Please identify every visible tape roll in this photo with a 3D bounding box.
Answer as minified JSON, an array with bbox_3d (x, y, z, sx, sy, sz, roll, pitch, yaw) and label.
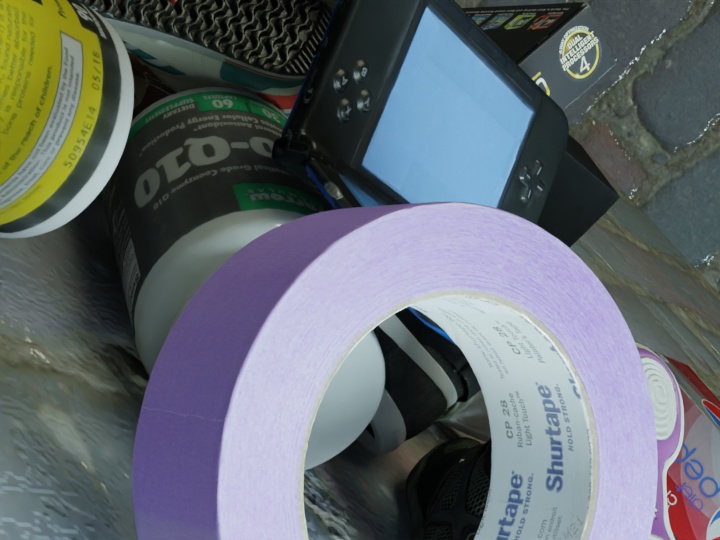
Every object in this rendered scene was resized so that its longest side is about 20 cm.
[{"bbox_3d":[0.018,0.075,0.626,0.200,0.200,0.066,37,-20,-29],"label":"tape roll"}]

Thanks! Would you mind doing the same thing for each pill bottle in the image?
[{"bbox_3d":[-0.058,0.002,0.802,0.113,0.113,0.200,36,16,-32],"label":"pill bottle"},{"bbox_3d":[-0.195,-0.089,0.675,0.114,0.114,0.200,52,16,30],"label":"pill bottle"}]

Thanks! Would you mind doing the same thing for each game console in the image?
[{"bbox_3d":[0.065,-0.033,0.792,0.118,0.171,0.200,14,-14,38],"label":"game console"}]

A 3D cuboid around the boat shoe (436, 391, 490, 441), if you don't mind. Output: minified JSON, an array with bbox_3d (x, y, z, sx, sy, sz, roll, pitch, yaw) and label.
[{"bbox_3d":[0.042,0.064,1.032,0.200,0.074,0.067,31,31,-13],"label":"boat shoe"}]

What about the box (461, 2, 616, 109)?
[{"bbox_3d":[0.033,-0.100,1.016,0.200,0.161,0.049,12,-40,56],"label":"box"}]

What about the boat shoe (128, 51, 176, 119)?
[{"bbox_3d":[-0.160,-0.099,0.912,0.200,0.076,0.072,22,32,-42],"label":"boat shoe"}]

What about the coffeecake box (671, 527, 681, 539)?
[{"bbox_3d":[0.189,0.189,1.045,0.154,0.073,0.200,52,16,30],"label":"coffeecake box"}]

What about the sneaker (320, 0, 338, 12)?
[{"bbox_3d":[-0.027,-0.177,0.933,0.077,0.200,0.111,47,54,-20],"label":"sneaker"}]

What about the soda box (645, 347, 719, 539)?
[{"bbox_3d":[0.221,0.140,0.992,0.070,0.063,0.200,23,25,-53],"label":"soda box"}]

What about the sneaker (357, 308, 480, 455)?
[{"bbox_3d":[0.000,0.000,0.954,0.200,0.112,0.073,55,-21,16],"label":"sneaker"}]

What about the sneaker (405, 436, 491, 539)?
[{"bbox_3d":[0.078,0.116,0.866,0.076,0.114,0.199,46,12,-2],"label":"sneaker"}]

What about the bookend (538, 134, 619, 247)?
[{"bbox_3d":[0.101,-0.015,1.127,0.199,0.200,0.092,35,17,-33],"label":"bookend"}]

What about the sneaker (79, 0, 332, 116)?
[{"bbox_3d":[-0.114,-0.132,0.883,0.200,0.070,0.093,21,-27,-3],"label":"sneaker"}]

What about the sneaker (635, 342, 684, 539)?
[{"bbox_3d":[0.128,0.142,0.926,0.075,0.100,0.200,27,58,-24],"label":"sneaker"}]
